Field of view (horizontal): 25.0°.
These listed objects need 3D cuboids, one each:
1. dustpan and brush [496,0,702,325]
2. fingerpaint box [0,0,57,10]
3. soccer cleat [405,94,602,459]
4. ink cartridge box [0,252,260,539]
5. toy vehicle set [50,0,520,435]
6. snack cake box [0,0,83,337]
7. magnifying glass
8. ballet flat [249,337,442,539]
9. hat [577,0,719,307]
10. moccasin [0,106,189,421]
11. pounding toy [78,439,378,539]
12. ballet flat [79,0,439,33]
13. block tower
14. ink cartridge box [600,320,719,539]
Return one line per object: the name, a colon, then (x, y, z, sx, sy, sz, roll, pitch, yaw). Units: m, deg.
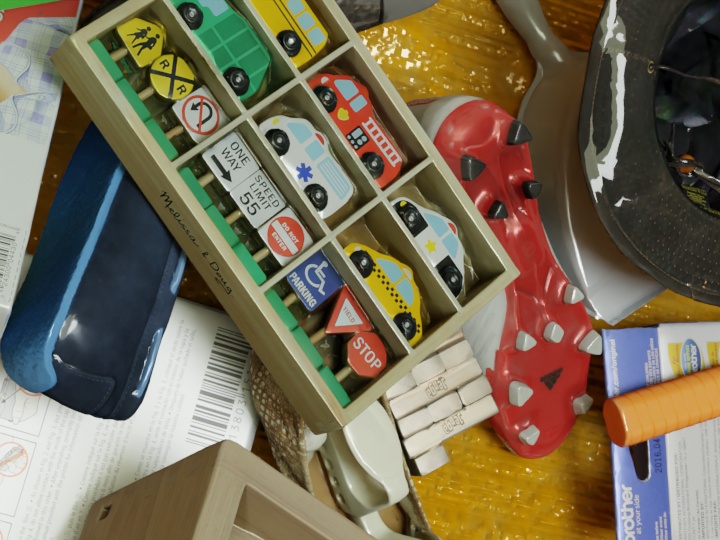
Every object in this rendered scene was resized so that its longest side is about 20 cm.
dustpan and brush: (0.121, -0.088, 0.860, 0.139, 0.057, 0.201, -31, 101, -22)
fingerpaint box: (-0.184, -0.188, 0.685, 0.199, 0.073, 0.167, -20, 62, -42)
soccer cleat: (0.065, 0.003, 0.820, 0.068, 0.085, 0.201, -30, 118, -23)
ink cartridge box: (-0.146, 0.098, 0.748, 0.175, 0.045, 0.201, 19, 78, -16)
toy vehicle set: (-0.029, -0.044, 0.715, 0.124, 0.026, 0.200, -39, 98, -32)
snack cake box: (-0.192, -0.070, 0.707, 0.114, 0.067, 0.201, 16, 59, -14)
magnifying glass: (0.213, 0.054, 0.839, 0.199, 0.022, 0.080, -14, 88, -23)
ballet flat: (0.003, 0.116, 0.763, 0.070, 0.065, 0.201, -32, 109, -28)
hat: (0.178, -0.084, 0.810, 0.199, 0.081, 0.202, -2, 95, -19)
moccasin: (-0.099, -0.024, 0.735, 0.068, 0.080, 0.201, 37, 62, -29)
pounding toy: (-0.048, 0.216, 0.685, 0.200, 0.142, 0.185, 38, 46, -26)
ballet flat: (-0.048, -0.135, 0.811, 0.199, 0.046, 0.068, -21, 122, -14)
block tower: (0.000, 0.000, 0.803, 0.058, 0.054, 0.201, -25, 93, -18)
ink cartridge box: (0.210, 0.087, 0.865, 0.199, 0.042, 0.120, -1, 84, -25)
